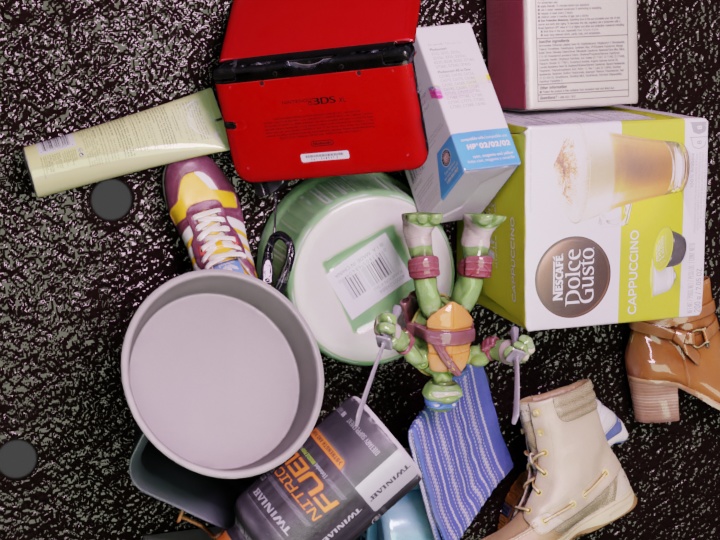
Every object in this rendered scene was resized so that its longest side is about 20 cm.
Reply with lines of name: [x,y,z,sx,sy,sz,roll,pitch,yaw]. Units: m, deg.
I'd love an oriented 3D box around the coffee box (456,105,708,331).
coffee box: [0.219,-0.061,1.539,0.195,0.200,0.202,-4,102,-16]

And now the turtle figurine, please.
turtle figurine: [0.090,0.045,1.417,0.142,0.200,0.196,2,94,19]

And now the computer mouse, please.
computer mouse: [-0.094,-0.068,1.486,0.034,0.058,0.202,14,67,-45]

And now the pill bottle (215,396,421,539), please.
pill bottle: [-0.046,0.222,1.425,0.200,0.106,0.106,-41,109,-6]

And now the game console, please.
game console: [-0.029,-0.190,1.454,0.198,0.119,0.174,-3,115,19]

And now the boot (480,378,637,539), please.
boot: [0.184,0.214,1.581,0.198,0.073,0.157,-22,97,-17]

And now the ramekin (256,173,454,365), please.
ramekin: [0.000,0.000,1.539,0.198,0.098,0.202,-3,102,-16]

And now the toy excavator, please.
toy excavator: [0.051,0.303,1.566,0.099,0.200,0.196,-5,116,-16]

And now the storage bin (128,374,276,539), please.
storage bin: [-0.140,0.184,1.516,0.199,0.134,0.147,27,92,-19]

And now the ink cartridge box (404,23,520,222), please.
ink cartridge box: [0.079,-0.162,1.482,0.067,0.115,0.202,-9,68,-24]

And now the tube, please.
tube: [-0.228,-0.121,1.470,0.198,0.052,0.059,-18,104,-12]

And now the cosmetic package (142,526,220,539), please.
cosmetic package: [-0.108,0.350,1.525,0.197,0.200,0.124,-4,102,-15]

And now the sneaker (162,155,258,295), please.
sneaker: [-0.139,-0.023,1.497,0.074,0.090,0.202,-23,107,-11]

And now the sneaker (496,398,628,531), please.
sneaker: [0.228,0.240,1.670,0.088,0.075,0.201,30,92,-20]

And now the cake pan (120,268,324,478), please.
cake pan: [-0.132,0.099,1.413,0.198,0.037,0.202,9,67,-21]

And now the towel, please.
towel: [0.107,0.189,1.578,0.024,0.200,0.146,-9,106,27]

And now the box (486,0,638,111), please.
box: [0.203,-0.267,1.533,0.126,0.109,0.202,-5,98,-17]

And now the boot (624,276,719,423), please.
boot: [0.391,0.082,1.696,0.198,0.077,0.157,-5,99,-8]
